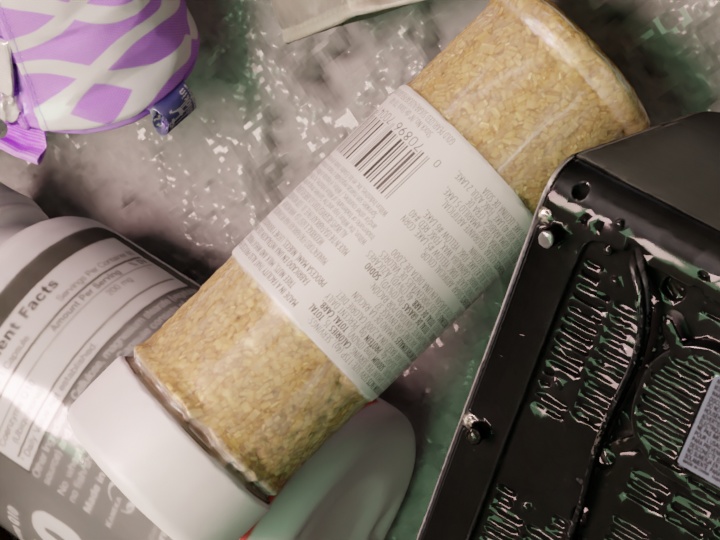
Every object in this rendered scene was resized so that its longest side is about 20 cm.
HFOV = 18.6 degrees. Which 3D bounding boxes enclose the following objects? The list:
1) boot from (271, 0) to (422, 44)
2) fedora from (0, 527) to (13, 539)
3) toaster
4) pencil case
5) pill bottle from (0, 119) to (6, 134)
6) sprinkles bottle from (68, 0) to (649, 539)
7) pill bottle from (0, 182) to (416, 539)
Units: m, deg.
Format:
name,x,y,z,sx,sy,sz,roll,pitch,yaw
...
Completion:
name,x,y,z,sx,sy,sz,roll,pitch,yaw
boot,-0.040,-0.175,0.729,0.182,0.073,0.200,-5,110,35
fedora,-0.208,0.092,0.844,0.201,0.201,0.082,43,84,12
toaster,0.131,0.069,0.668,0.200,0.119,0.181,29,120,21
pencil case,-0.118,-0.134,0.728,0.084,0.085,0.200,24,144,41
pill bottle,-0.227,-0.101,0.835,0.200,0.112,0.112,18,115,26
sprinkles bottle,0.000,0.000,0.696,0.200,0.068,0.068,-44,80,0
pill bottle,-0.090,0.052,0.803,0.200,0.114,0.114,31,120,20
